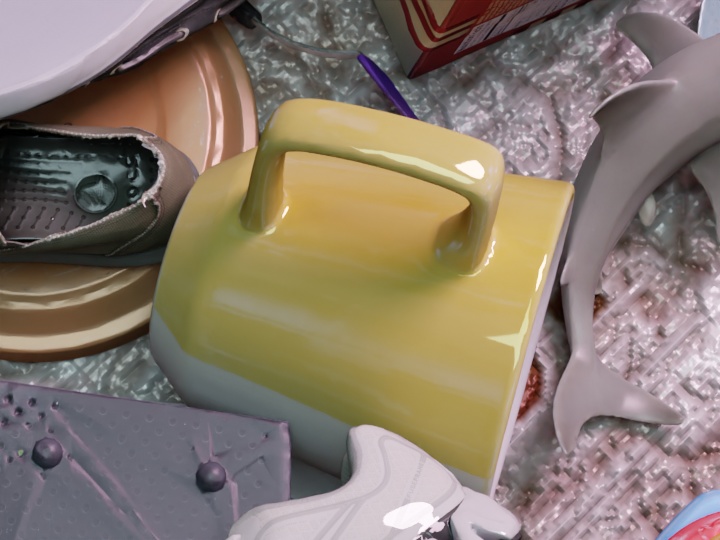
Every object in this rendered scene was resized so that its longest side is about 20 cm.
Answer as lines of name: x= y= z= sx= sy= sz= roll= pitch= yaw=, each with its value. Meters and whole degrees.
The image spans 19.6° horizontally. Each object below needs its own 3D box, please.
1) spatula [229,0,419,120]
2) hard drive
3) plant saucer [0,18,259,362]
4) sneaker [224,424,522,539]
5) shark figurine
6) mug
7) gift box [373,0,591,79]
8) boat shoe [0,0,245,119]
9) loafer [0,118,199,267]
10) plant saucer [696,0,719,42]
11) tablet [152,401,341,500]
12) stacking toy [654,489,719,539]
spatula: x=-0.032 y=-0.109 z=0.943 sx=0.199 sy=0.057 sz=0.021 roll=36 pitch=93 yaw=12
hard drive: x=-0.100 y=0.150 z=0.798 sx=0.134 sy=0.042 sz=0.202 roll=8 pitch=73 yaw=-2
plant saucer: x=-0.144 y=-0.060 z=0.925 sx=0.198 sy=0.032 sz=0.202 roll=1 pitch=75 yaw=-4
sneaker: x=-0.033 y=0.136 z=0.745 sx=0.081 sy=0.075 sz=0.200 roll=44 pitch=62 yaw=11
shark figurine: x=0.116 y=-0.038 z=0.899 sx=0.128 sy=0.089 sz=0.215 roll=36 pitch=101 yaw=29
mug: x=0.001 y=0.001 z=0.853 sx=0.152 sy=0.150 sz=0.188 roll=16 pitch=116 yaw=7
gift box: x=0.074 y=-0.217 z=0.915 sx=0.199 sy=0.185 sz=0.188 roll=-24 pitch=86 yaw=-14
boat shoe: x=-0.105 y=-0.109 z=0.877 sx=0.199 sy=0.057 sz=0.069 roll=-35 pitch=63 yaw=-25
loafer: x=-0.164 y=-0.037 z=0.864 sx=0.198 sy=0.070 sz=0.076 roll=-5 pitch=75 yaw=-6
plant saucer: x=0.249 y=-0.090 z=0.960 sx=0.199 sy=0.039 sz=0.203 roll=1 pitch=75 yaw=-4
tablet: x=-0.063 y=0.157 z=0.880 sx=0.129 sy=0.014 sz=0.202 roll=5 pitch=75 yaw=-3
stacking toy: x=0.170 y=0.136 z=0.806 sx=0.116 sy=0.200 sz=0.110 roll=41 pitch=76 yaw=8
